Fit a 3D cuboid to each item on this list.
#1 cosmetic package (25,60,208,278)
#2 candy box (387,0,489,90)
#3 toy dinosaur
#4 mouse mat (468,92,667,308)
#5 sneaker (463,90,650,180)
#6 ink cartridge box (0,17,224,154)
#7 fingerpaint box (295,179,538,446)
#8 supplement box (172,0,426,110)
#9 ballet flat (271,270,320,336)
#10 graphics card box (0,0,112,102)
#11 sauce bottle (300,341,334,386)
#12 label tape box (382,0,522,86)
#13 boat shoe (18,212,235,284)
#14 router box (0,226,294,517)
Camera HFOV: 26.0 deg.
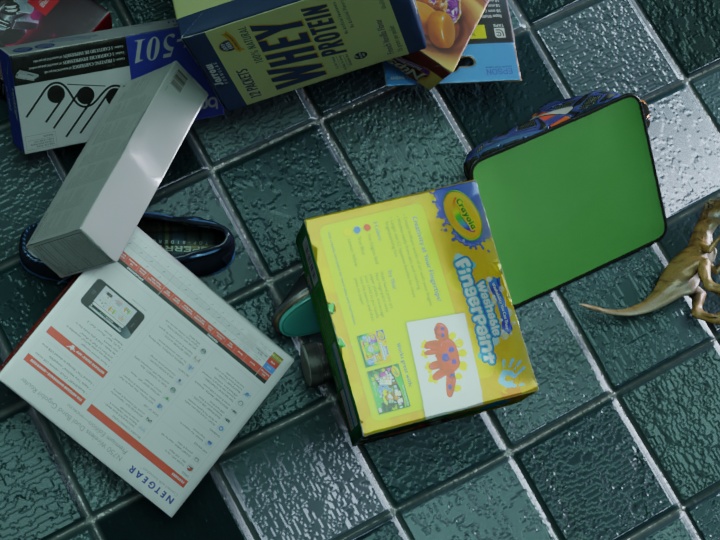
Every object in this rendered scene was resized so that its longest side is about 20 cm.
[{"bbox_3d":[-0.211,-0.089,1.372,0.051,0.082,0.200,46,51,-31],"label":"cosmetic package"},{"bbox_3d":[0.071,-0.291,1.509,0.116,0.056,0.201,32,66,-13],"label":"candy box"},{"bbox_3d":[0.318,0.013,1.547,0.106,0.061,0.200,33,62,27],"label":"toy dinosaur"},{"bbox_3d":[0.205,-0.067,1.521,0.199,0.008,0.162,-23,113,-16],"label":"mouse mat"},{"bbox_3d":[0.188,-0.126,1.550,0.199,0.078,0.076,-19,122,-19],"label":"sneaker"},{"bbox_3d":[-0.230,-0.177,1.463,0.199,0.044,0.094,-15,114,-23],"label":"ink cartridge box"},{"bbox_3d":[0.048,0.038,1.401,0.166,0.073,0.201,-14,78,-12],"label":"fingerpaint box"},{"bbox_3d":[-0.067,-0.283,1.394,0.199,0.134,0.201,-17,66,6],"label":"supplement box"},{"bbox_3d":[0.000,0.000,1.482,0.199,0.073,0.073,-23,78,-10],"label":"ballet flat"},{"bbox_3d":[-0.354,-0.253,1.500,0.200,0.051,0.126,37,70,3],"label":"graphics card box"},{"bbox_3d":[0.043,0.070,1.465,0.199,0.065,0.065,-10,75,-11],"label":"sauce bottle"},{"bbox_3d":[0.072,-0.267,1.576,0.144,0.063,0.201,-4,73,-13],"label":"label tape box"},{"bbox_3d":[-0.215,-0.034,1.445,0.199,0.069,0.085,-6,74,-12],"label":"boat shoe"},{"bbox_3d":[-0.191,0.085,1.384,0.200,0.049,0.180,41,78,-12],"label":"router box"}]
